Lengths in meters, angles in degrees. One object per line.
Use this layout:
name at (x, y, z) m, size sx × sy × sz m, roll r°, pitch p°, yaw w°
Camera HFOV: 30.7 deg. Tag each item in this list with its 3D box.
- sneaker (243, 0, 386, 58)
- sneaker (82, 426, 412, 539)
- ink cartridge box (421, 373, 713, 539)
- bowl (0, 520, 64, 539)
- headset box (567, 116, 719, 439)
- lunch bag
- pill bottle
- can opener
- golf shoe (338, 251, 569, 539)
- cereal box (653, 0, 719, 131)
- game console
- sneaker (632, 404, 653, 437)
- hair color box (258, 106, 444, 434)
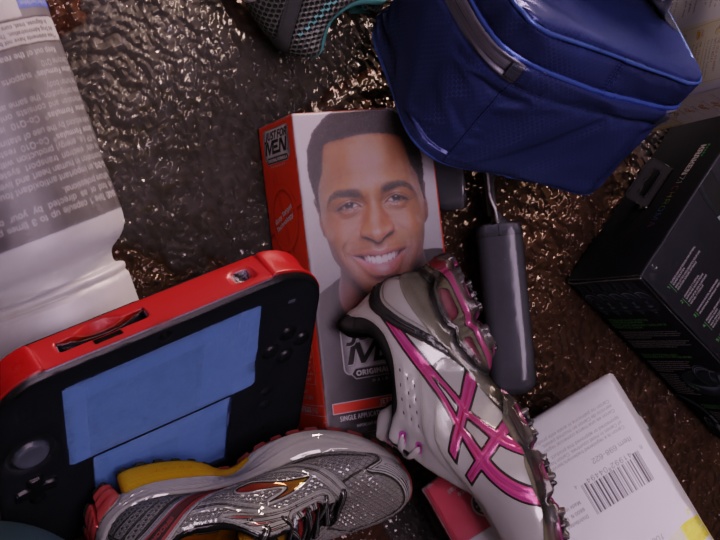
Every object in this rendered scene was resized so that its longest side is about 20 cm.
sneaker at (-0.003, -0.215, 0.863) m, size 0.200 × 0.077 × 0.092 m, roll -41°, pitch 120°, yaw -18°
sneaker at (-0.056, 0.152, 0.764) m, size 0.197 × 0.082 × 0.079 m, roll -10°, pitch 124°, yaw -27°
ink cartridge box at (0.148, 0.192, 0.845) m, size 0.144 × 0.083 × 0.202 m, roll -29°, pitch 80°, yaw -4°
bowl at (-0.199, 0.216, 0.697) m, size 0.198 × 0.105 × 0.204 m, roll -7°, pitch 112°, yaw -18°
headset box at (0.273, -0.002, 0.964) m, size 0.200 × 0.092 × 0.175 m, roll 43°, pitch 71°, yaw -18°
lunch bag at (0.124, -0.145, 0.843) m, size 0.198 × 0.132 × 0.137 m, roll 7°, pitch 50°, yaw -36°
pill bottle at (-0.198, -0.052, 0.725) m, size 0.113 × 0.113 × 0.203 m, roll -22°, pitch 97°, yaw -25°
can opener at (0.079, -0.015, 0.904) m, size 0.066 × 0.053 × 0.203 m, roll -6°, pitch 90°, yaw 6°
golf shoe at (0.059, 0.096, 0.789) m, size 0.091 × 0.073 × 0.202 m, roll -25°, pitch 77°, yaw 2°
cereal box at (0.244, -0.176, 0.900) m, size 0.039 × 0.199 × 0.146 m, roll 22°, pitch 79°, yaw -24°
game console at (-0.115, 0.080, 0.744) m, size 0.198 × 0.178 × 0.031 m, roll -22°, pitch 52°, yaw -25°
sneaker at (0.163, 0.197, 0.923) m, size 0.087 × 0.077 × 0.203 m, roll -6°, pitch 85°, yaw -13°
hair color box at (0.000, 0.000, 0.849) m, size 0.100 × 0.061 × 0.203 m, roll -8°, pitch 90°, yaw -25°
